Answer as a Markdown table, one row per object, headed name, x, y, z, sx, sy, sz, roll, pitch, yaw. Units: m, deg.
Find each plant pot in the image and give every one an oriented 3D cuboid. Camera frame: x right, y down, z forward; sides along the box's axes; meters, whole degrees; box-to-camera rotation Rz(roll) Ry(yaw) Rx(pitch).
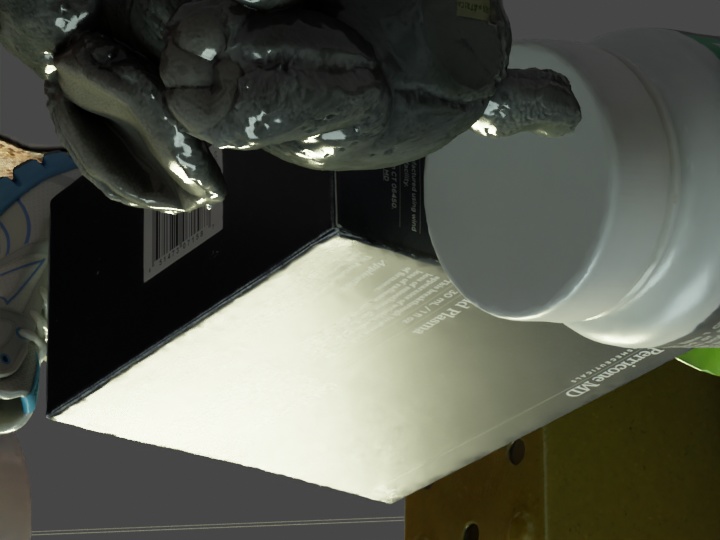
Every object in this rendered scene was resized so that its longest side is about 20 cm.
| name | x | y | z | sx | sy | sz | roll | pitch | yaw |
| --- | --- | --- | --- | --- | --- | --- | --- | --- | --- |
| plant pot | 0.132 | 0.112 | 1.257 | 0.199 | 0.197 | 0.194 | 14 | 159 | -34 |

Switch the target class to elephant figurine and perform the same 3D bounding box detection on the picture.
| name | x | y | z | sx | sy | sz | roll | pitch | yaw |
| --- | --- | --- | --- | --- | --- | --- | --- | --- | --- |
| elephant figurine | -0.062 | -0.091 | 0.752 | 0.199 | 0.156 | 0.141 | -1 | -160 | 42 |

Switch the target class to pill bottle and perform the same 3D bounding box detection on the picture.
| name | x | y | z | sx | sy | sz | roll | pitch | yaw |
| --- | --- | --- | --- | --- | --- | --- | --- | --- | --- |
| pill bottle | 0.126 | -0.028 | 0.883 | 0.199 | 0.114 | 0.113 | 1 | 167 | -41 |

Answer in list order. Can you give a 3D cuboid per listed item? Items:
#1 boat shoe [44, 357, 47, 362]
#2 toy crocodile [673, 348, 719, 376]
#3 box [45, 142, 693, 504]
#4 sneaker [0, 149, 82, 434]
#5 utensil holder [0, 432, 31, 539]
| name | x | y | z | sx | sy | sz | roll | pitch | yaw |
| --- | --- | --- | --- | --- | --- | --- | --- | --- | --- |
| boat shoe | -0.108 | 0.028 | 1.131 | 0.199 | 0.072 | 0.065 | 23 | 173 | 43 |
| toy crocodile | 0.137 | 0.007 | 1.053 | 0.062 | 0.068 | 0.200 | 33 | -177 | -1 |
| box | 0.000 | 0.000 | 0.980 | 0.181 | 0.105 | 0.200 | 18 | 147 | -34 |
| sneaker | -0.152 | 0.027 | 1.017 | 0.086 | 0.200 | 0.075 | 31 | 144 | 27 |
| utensil holder | -0.320 | 0.155 | 1.464 | 0.199 | 0.171 | 0.170 | 9 | 161 | -33 |
